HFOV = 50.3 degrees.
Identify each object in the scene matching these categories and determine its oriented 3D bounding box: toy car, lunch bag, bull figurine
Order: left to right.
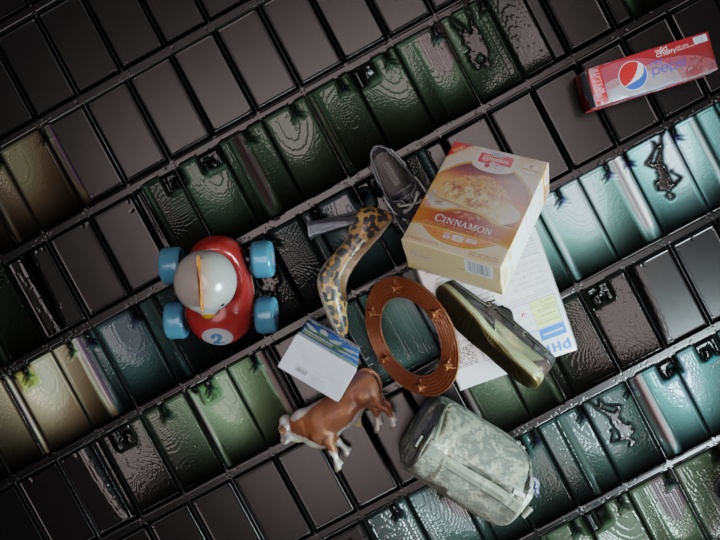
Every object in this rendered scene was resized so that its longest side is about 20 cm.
[{"bbox_3d":[-0.233,0.035,1.184,0.183,0.200,0.178,-3,93,2],"label":"toy car"},{"bbox_3d":[-0.038,0.248,1.258,0.200,0.065,0.122,-37,95,5],"label":"bull figurine"},{"bbox_3d":[0.168,0.303,1.203,0.199,0.168,0.140,32,93,-1],"label":"lunch bag"}]

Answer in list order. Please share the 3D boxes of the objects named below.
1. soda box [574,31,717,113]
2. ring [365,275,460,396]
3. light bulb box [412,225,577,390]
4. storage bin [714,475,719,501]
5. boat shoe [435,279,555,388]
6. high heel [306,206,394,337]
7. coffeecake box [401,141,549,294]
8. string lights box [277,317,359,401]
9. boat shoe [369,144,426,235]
[{"bbox_3d":[0.449,-0.312,1.215,0.199,0.070,0.064,-16,93,2],"label":"soda box"},{"bbox_3d":[0.074,0.106,1.199,0.019,0.200,0.201,-23,92,-39],"label":"ring"},{"bbox_3d":[0.206,0.055,1.211,0.197,0.125,0.201,-19,93,2],"label":"light bulb box"},{"bbox_3d":[0.679,0.405,1.212,0.145,0.134,0.200,-38,90,3],"label":"storage bin"},{"bbox_3d":[0.198,0.083,1.121,0.201,0.072,0.066,44,66,11],"label":"boat shoe"},{"bbox_3d":[0.000,0.000,1.241,0.142,0.071,0.201,-12,87,3],"label":"high heel"},{"bbox_3d":[0.174,-0.082,1.134,0.153,0.073,0.201,17,61,24],"label":"coffeecake box"},{"bbox_3d":[-0.060,0.133,1.184,0.102,0.200,0.059,31,94,-1],"label":"string lights box"},{"bbox_3d":[0.076,-0.114,1.215,0.072,0.068,0.201,-30,79,8],"label":"boat shoe"}]
